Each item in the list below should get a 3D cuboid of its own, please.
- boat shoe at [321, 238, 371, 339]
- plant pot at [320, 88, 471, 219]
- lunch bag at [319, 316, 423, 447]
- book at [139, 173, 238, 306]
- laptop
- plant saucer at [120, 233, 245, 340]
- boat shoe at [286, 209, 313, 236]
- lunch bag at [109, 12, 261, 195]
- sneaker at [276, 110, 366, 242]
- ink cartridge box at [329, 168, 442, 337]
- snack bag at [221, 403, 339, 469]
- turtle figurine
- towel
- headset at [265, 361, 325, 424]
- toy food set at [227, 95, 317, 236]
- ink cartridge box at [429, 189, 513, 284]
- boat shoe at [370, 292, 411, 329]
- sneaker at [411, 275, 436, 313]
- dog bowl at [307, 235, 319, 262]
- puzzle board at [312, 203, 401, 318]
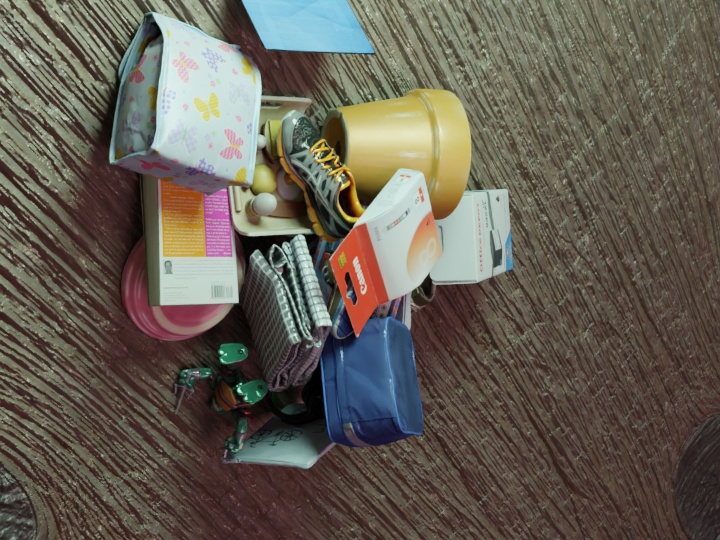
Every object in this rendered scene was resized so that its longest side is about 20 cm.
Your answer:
[{"bbox_3d":[-0.015,0.006,1.500,0.201,0.072,0.072,-65,152,-22],"label":"boat shoe"},{"bbox_3d":[0.042,-0.179,1.554,0.182,0.200,0.201,0,113,-24],"label":"plant pot"},{"bbox_3d":[0.006,0.162,1.530,0.136,0.132,0.201,34,46,-65],"label":"lunch bag"},{"bbox_3d":[-0.233,-0.052,1.415,0.133,0.048,0.201,0,85,-43],"label":"book"},{"bbox_3d":[-0.069,-0.407,1.380,0.187,0.116,0.201,-7,116,-38],"label":"laptop"},{"bbox_3d":[-0.249,0.016,1.494,0.200,0.051,0.202,-20,124,-32],"label":"plant saucer"},{"bbox_3d":[-0.096,-0.089,1.556,0.199,0.067,0.074,-12,119,-36],"label":"boat shoe"},{"bbox_3d":[-0.226,-0.218,1.339,0.169,0.127,0.201,15,75,-44],"label":"lunch bag"},{"bbox_3d":[-0.050,-0.138,1.453,0.078,0.077,0.201,-45,115,-43],"label":"sneaker"},{"bbox_3d":[0.042,-0.023,1.457,0.200,0.050,0.163,-55,144,-35],"label":"ink cartridge box"},{"bbox_3d":[-0.093,0.264,1.623,0.200,0.188,0.022,-34,115,-50],"label":"snack bag"},{"bbox_3d":[-0.210,0.194,1.576,0.101,0.150,0.200,-44,176,-38],"label":"turtle figurine"},{"bbox_3d":[-0.115,0.069,1.501,0.085,0.166,0.200,-10,154,-20],"label":"towel"},{"bbox_3d":[-0.056,0.184,1.661,0.199,0.124,0.094,-22,140,17],"label":"headset"},{"bbox_3d":[-0.119,-0.150,1.467,0.143,0.060,0.201,-5,88,-39],"label":"toy food set"},{"bbox_3d":[0.187,-0.060,1.717,0.200,0.083,0.146,-15,102,-64],"label":"ink cartridge box"},{"bbox_3d":[0.031,0.036,1.623,0.091,0.071,0.201,-25,127,-30],"label":"boat shoe"},{"bbox_3d":[0.082,0.041,1.757,0.067,0.090,0.201,25,95,-45],"label":"sneaker"},{"bbox_3d":[-0.031,0.036,1.672,0.199,0.074,0.201,-19,124,-32],"label":"dog bowl"},{"bbox_3d":[0.000,0.000,1.572,0.150,0.017,0.201,15,105,-9],"label":"puzzle board"}]
